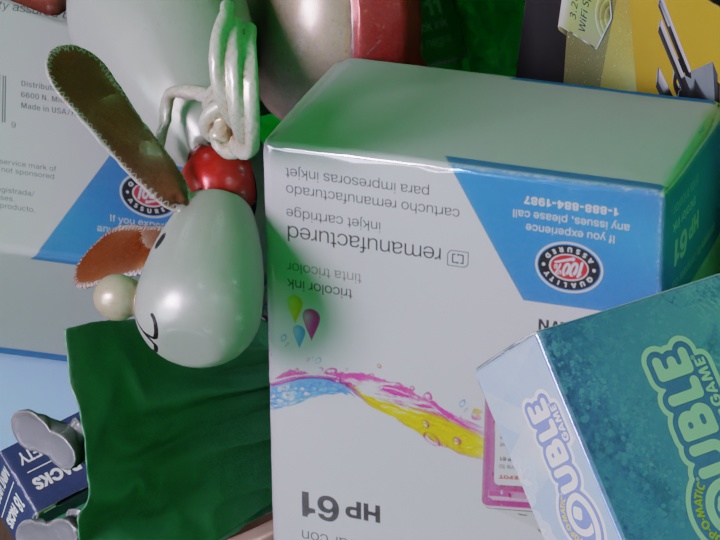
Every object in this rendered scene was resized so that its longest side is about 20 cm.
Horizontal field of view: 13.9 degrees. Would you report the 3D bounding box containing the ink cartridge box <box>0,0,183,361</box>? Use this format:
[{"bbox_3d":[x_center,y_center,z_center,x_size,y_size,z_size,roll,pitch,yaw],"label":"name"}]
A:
[{"bbox_3d":[-0.131,-0.073,1.145,0.084,0.145,0.200,125,148,-55],"label":"ink cartridge box"}]

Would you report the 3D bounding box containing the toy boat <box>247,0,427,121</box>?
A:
[{"bbox_3d":[0.022,-0.150,1.121,0.131,0.131,0.200,177,90,-82],"label":"toy boat"}]

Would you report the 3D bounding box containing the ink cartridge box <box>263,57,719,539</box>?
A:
[{"bbox_3d":[0.048,0.039,1.045,0.144,0.085,0.200,8,118,18],"label":"ink cartridge box"}]

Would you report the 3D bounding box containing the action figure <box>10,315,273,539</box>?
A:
[{"bbox_3d":[-0.047,0.055,1.100,0.055,0.200,0.118,14,110,36],"label":"action figure"}]

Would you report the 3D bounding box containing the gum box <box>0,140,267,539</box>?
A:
[{"bbox_3d":[-0.113,-0.011,1.198,0.200,0.170,0.045,55,152,17],"label":"gum box"}]

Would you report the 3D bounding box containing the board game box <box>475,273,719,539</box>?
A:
[{"bbox_3d":[0.160,0.092,0.946,0.043,0.199,0.200,-36,74,56],"label":"board game box"}]

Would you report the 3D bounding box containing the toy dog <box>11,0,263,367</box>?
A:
[{"bbox_3d":[-0.084,-0.059,1.034,0.200,0.096,0.132,-95,4,-60],"label":"toy dog"}]

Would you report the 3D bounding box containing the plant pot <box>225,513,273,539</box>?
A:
[{"bbox_3d":[-0.003,0.142,1.256,0.200,0.200,0.175,2,123,57],"label":"plant pot"}]

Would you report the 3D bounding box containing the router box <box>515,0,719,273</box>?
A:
[{"bbox_3d":[0.121,-0.023,1.090,0.157,0.052,0.200,38,133,42],"label":"router box"}]

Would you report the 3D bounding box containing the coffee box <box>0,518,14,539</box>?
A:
[{"bbox_3d":[-0.151,0.092,1.419,0.080,0.200,0.114,15,125,9],"label":"coffee box"}]

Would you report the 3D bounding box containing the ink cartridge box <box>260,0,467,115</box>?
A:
[{"bbox_3d":[-0.049,-0.168,1.256,0.147,0.083,0.200,-9,97,58],"label":"ink cartridge box"}]
